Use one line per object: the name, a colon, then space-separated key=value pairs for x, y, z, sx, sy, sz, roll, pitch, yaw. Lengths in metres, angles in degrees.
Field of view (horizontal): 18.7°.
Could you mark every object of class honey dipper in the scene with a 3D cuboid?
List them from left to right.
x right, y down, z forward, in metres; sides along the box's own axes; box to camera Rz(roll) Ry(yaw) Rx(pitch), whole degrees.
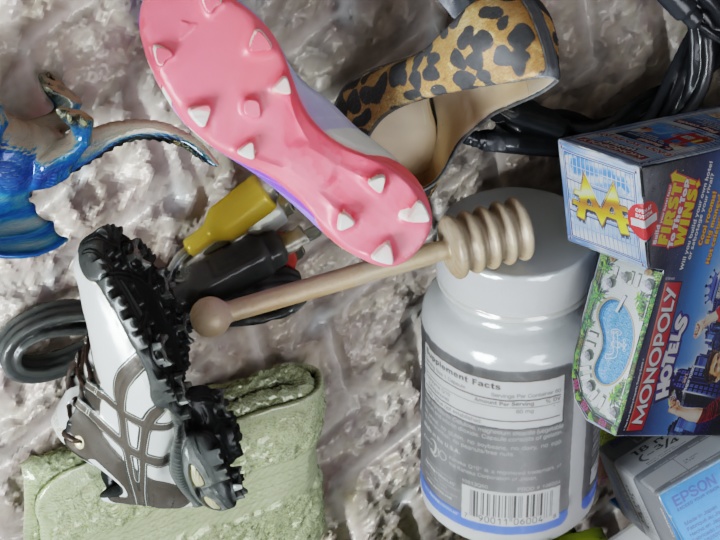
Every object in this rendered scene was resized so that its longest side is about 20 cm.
honey dipper: x=0.000 y=0.000 z=1.215 sx=0.199 sy=0.038 sz=0.038 roll=-15 pitch=127 yaw=-16

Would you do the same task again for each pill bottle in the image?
pill bottle: x=0.092 y=0.058 z=1.334 sx=0.113 sy=0.114 sz=0.201 roll=-19 pitch=128 yaw=-25

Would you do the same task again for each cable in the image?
cable: x=-0.107 y=0.011 z=1.224 sx=0.199 sy=0.050 sz=0.097 roll=-24 pitch=144 yaw=-4
cable: x=0.140 y=-0.142 z=1.285 sx=0.199 sy=0.051 sz=0.164 roll=2 pitch=113 yaw=-34

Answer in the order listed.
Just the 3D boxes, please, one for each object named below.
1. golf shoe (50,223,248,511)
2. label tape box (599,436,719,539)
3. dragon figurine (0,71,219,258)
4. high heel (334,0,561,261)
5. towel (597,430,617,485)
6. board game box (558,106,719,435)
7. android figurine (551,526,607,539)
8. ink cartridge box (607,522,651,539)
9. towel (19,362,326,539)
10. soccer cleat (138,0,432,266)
golf shoe: x=-0.129 y=0.063 z=1.164 sx=0.094 sy=0.078 sz=0.201 roll=-11 pitch=131 yaw=10
label tape box: x=0.235 y=0.115 z=1.429 sx=0.144 sy=0.200 sz=0.064 roll=-29 pitch=101 yaw=-5
dragon figurine: x=-0.177 y=-0.046 z=1.105 sx=0.199 sy=0.059 sz=0.100 roll=5 pitch=117 yaw=-37
high heel: x=0.046 y=-0.068 z=1.190 sx=0.071 sy=0.143 sz=0.201 roll=-2 pitch=120 yaw=-30
towel: x=0.233 y=0.075 z=1.496 sx=0.199 sy=0.023 sz=0.144 roll=-15 pitch=138 yaw=-27
board game box: x=0.178 y=-0.008 z=1.263 sx=0.199 sy=0.061 sz=0.201 roll=6 pitch=102 yaw=-49
android figurine: x=0.056 y=0.205 z=1.385 sx=0.199 sy=0.182 sz=0.041 roll=-16 pitch=87 yaw=-14
ink cartridge box: x=0.176 y=0.226 z=1.544 sx=0.199 sy=0.045 sz=0.176 roll=-31 pitch=163 yaw=-20
towel: x=-0.107 y=0.141 z=1.301 sx=0.199 sy=0.036 sz=0.149 roll=-19 pitch=130 yaw=-25
soccer cleat: x=-0.042 y=-0.078 z=1.160 sx=0.200 sy=0.076 sz=0.067 roll=42 pitch=92 yaw=-13
